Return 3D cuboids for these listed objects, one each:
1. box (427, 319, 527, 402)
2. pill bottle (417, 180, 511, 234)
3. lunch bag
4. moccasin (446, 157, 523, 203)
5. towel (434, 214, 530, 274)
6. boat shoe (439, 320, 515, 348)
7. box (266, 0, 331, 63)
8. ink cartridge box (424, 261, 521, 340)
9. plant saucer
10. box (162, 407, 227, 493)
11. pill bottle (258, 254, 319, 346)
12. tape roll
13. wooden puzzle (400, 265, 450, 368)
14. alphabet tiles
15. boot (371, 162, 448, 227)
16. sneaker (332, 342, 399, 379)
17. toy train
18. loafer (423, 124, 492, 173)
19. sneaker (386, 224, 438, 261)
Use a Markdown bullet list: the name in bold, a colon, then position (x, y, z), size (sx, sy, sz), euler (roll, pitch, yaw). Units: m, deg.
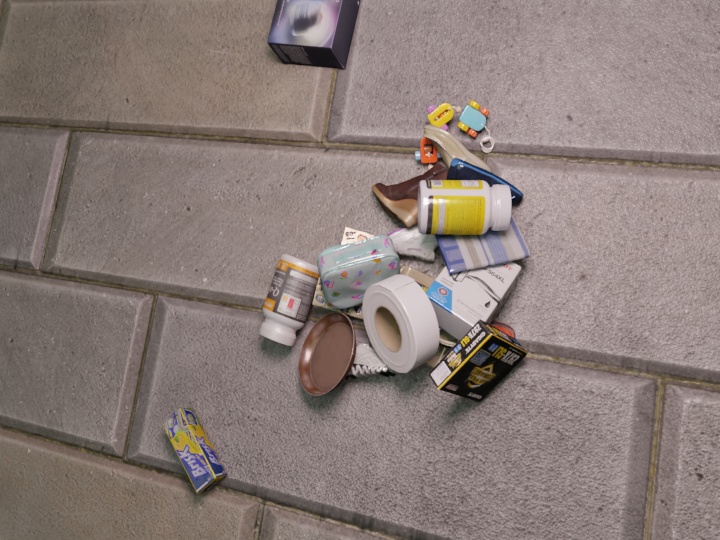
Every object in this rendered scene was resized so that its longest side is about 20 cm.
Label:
- **box**: position (0.252, 0.197, 1.281), size (0.161, 0.198, 0.050), euler (-49, 51, 12)
- **pill bottle**: position (0.223, -0.137, 1.318), size (0.192, 0.114, 0.119), euler (1, 80, 2)
- **lunch bag**: position (0.000, 0.000, 1.405), size (0.193, 0.163, 0.079), euler (-16, 49, -3)
- **moccasin**: position (0.281, -0.194, 1.395), size (0.194, 0.081, 0.070), euler (22, 109, -14)
- **towel**: position (0.267, -0.068, 1.352), size (0.193, 0.024, 0.150), euler (-12, 54, -7)
- **boat shoe**: position (0.255, 0.145, 1.358), size (0.192, 0.063, 0.074), euler (3, 83, 3)
- **box**: position (-0.122, -0.667, 1.615), size (0.192, 0.123, 0.207), euler (11, 84, 18)
- **ink cartridge box**: position (0.243, 0.044, 1.338), size (0.144, 0.085, 0.201), euler (31, 60, 18)
- **plant saucer**: position (-0.074, 0.202, 1.448), size (0.197, 0.034, 0.206), euler (-28, 50, 37)
- **box**: position (-0.422, 0.455, 1.541), size (0.069, 0.064, 0.202), euler (-38, 72, 8)
- **pill bottle**: position (-0.176, 0.074, 1.502), size (0.113, 0.116, 0.206), euler (18, 86, 20)
- **tape roll**: position (0.086, 0.116, 1.334), size (0.069, 0.204, 0.206), euler (-19, 69, -28)
- **wooden puzzle**: position (0.146, 0.110, 1.431), size (0.195, 0.037, 0.190), euler (25, 88, 20)
- **alphabet tiles**: position (-0.016, 0.006, 1.488), size (0.161, 0.008, 0.207), euler (15, 84, -2)
- **boot**: position (0.129, -0.197, 1.465), size (0.165, 0.073, 0.200), euler (-41, 43, -4)
- **sneaker**: position (0.025, 0.211, 1.438), size (0.193, 0.075, 0.084), euler (-5, 70, 17)
- **toy train**: position (0.224, -0.334, 1.480), size (0.192, 0.056, 0.156), euler (-8, 103, 6)
- **loafer**: position (0.221, -0.268, 1.428), size (0.197, 0.076, 0.069), euler (36, 98, -4)
- **sneaker**: position (0.126, -0.060, 1.444), size (0.194, 0.075, 0.103), euler (-21, 87, 14)
